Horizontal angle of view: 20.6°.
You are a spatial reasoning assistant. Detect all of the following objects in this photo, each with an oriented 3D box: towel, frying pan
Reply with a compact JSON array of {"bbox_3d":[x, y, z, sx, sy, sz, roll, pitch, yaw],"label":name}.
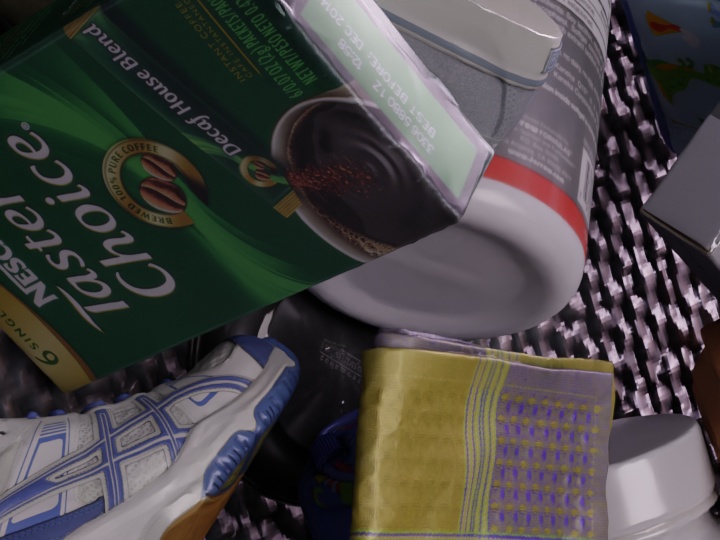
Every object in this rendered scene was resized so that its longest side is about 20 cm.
[{"bbox_3d":[0.047,0.123,0.699,0.143,0.023,0.201,15,74,-48],"label":"towel"},{"bbox_3d":[0.008,0.014,0.815,0.190,0.031,0.115,-45,111,-27],"label":"frying pan"}]

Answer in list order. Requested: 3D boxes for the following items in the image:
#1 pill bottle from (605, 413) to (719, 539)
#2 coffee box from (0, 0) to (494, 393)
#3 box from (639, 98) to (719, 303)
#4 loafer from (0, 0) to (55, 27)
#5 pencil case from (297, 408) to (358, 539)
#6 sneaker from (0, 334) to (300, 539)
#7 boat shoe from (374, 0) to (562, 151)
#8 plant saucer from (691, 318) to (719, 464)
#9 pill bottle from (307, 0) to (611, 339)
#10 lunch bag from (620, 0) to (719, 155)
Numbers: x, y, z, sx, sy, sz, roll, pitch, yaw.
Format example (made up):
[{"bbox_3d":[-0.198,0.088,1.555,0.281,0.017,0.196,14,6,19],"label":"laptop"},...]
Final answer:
[{"bbox_3d":[0.120,0.168,0.823,0.114,0.114,0.201,-20,96,-35],"label":"pill bottle"},{"bbox_3d":[-0.068,-0.037,0.659,0.123,0.200,0.044,50,42,-22],"label":"coffee box"},{"bbox_3d":[0.212,-0.071,0.839,0.200,0.041,0.156,-54,148,0],"label":"box"},{"bbox_3d":[-0.100,-0.111,0.720,0.199,0.075,0.070,14,73,-34],"label":"loafer"},{"bbox_3d":[0.028,0.149,0.768,0.086,0.078,0.201,-11,103,-9],"label":"pencil case"},{"bbox_3d":[-0.093,0.069,0.680,0.088,0.075,0.200,33,39,7],"label":"sneaker"},{"bbox_3d":[-0.034,-0.093,0.662,0.200,0.070,0.072,25,109,-3],"label":"boat shoe"},{"bbox_3d":[0.189,0.116,0.857,0.032,0.200,0.201,-23,102,9],"label":"plant saucer"},{"bbox_3d":[0.039,-0.084,0.779,0.116,0.116,0.201,27,57,-30],"label":"pill bottle"},{"bbox_3d":[0.181,-0.150,0.871,0.161,0.082,0.200,-63,150,-23],"label":"lunch bag"}]
